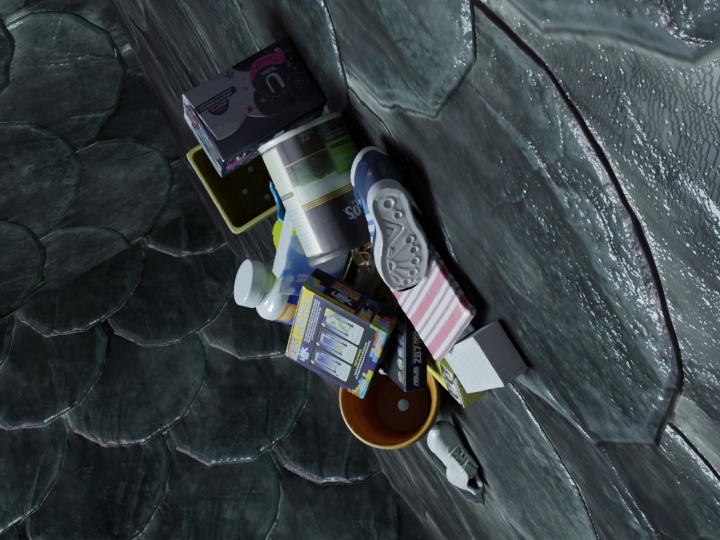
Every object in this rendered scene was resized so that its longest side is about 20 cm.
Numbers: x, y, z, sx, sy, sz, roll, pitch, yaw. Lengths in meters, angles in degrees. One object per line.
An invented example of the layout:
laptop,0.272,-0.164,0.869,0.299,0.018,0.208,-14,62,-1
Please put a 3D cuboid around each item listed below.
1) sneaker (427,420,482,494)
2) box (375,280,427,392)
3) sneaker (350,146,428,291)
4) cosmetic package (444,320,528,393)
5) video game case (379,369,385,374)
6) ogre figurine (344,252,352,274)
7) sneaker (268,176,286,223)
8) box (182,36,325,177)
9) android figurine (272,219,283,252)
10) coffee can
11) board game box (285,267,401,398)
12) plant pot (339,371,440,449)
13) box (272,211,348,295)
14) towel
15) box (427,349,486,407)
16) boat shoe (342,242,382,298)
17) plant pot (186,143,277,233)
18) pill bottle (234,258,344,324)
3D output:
sneaker,0.205,0.389,1.816,0.080,0.070,0.201,26,152,52
box,0.065,0.085,1.501,0.161,0.049,0.202,-141,47,-64
sneaker,0.039,-0.086,1.276,0.147,0.080,0.201,-109,2,-50
cosmetic package,0.182,0.132,1.301,0.083,0.050,0.200,56,168,4
video game case,0.028,0.098,1.700,0.200,0.017,0.144,37,111,60
ogre figurine,-0.034,-0.016,1.690,0.198,0.099,0.121,-7,128,30
sneaker,-0.122,-0.177,1.513,0.073,0.082,0.202,-7,99,32
box,-0.176,-0.268,1.430,0.133,0.199,0.115,58,167,1
android figurine,-0.097,-0.083,1.644,0.041,0.201,0.182,3,-142,-48
coffee can,-0.055,-0.128,1.362,0.202,0.145,0.146,65,167,-6
board game box,-0.034,0.111,1.491,0.164,0.057,0.201,29,138,9
plant pot,0.074,0.266,1.782,0.201,0.199,0.183,54,-177,19
box,-0.075,-0.056,1.500,0.048,0.121,0.202,42,121,56
towel,0.099,0.022,1.323,0.201,0.030,0.147,59,151,21
box,0.139,0.148,1.508,0.200,0.050,0.076,46,161,51
boat shoe,-0.001,-0.001,1.489,0.073,0.062,0.202,-116,33,-45
plant pot,-0.226,-0.198,1.849,0.195,0.194,0.200,58,176,2
pill bottle,-0.123,0.042,1.582,0.112,0.198,0.113,-32,51,52
